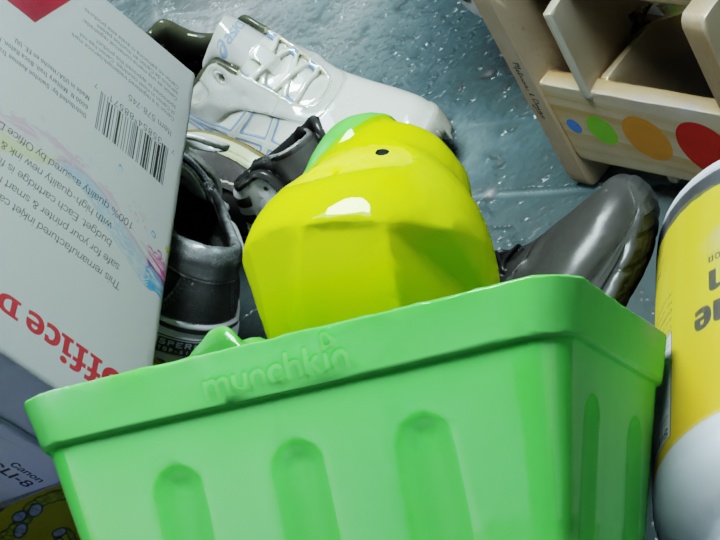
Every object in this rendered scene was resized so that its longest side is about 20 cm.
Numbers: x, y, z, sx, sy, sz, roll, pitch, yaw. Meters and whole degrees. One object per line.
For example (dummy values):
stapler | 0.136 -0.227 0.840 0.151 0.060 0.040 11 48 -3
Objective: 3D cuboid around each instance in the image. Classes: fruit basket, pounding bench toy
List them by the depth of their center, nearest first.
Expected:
fruit basket | 0.000 0.026 0.679 0.214 0.155 0.218 -5 77 23
pounding bench toy | 0.145 -0.138 0.845 0.155 0.201 0.124 18 59 48

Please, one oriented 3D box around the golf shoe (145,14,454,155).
golf shoe | -0.044 -0.089 1.028 0.199 0.098 0.079 8 51 41

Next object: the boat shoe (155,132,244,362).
boat shoe | -0.097 -0.034 0.903 0.073 0.069 0.200 6 26 -18

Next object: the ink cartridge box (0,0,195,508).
ink cartridge box | -0.174 -0.019 0.793 0.144 0.145 0.201 -24 44 30

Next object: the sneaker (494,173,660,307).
sneaker | 0.037 0.028 0.777 0.200 0.091 0.076 -47 -6 20

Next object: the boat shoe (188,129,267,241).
boat shoe | -0.103 -0.032 1.036 0.200 0.072 0.066 10 60 50

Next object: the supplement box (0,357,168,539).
supplement box | -0.136 0.066 0.896 0.110 0.109 0.200 -45 36 7

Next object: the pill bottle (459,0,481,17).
pill bottle | 0.077 -0.197 0.963 0.115 0.200 0.116 -22 38 19

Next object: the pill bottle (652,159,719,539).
pill bottle | 0.160 0.056 0.690 0.111 0.112 0.201 -16 40 23

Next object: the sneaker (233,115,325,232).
sneaker | 0.000 0.000 0.873 0.076 0.116 0.200 -42 37 -15
